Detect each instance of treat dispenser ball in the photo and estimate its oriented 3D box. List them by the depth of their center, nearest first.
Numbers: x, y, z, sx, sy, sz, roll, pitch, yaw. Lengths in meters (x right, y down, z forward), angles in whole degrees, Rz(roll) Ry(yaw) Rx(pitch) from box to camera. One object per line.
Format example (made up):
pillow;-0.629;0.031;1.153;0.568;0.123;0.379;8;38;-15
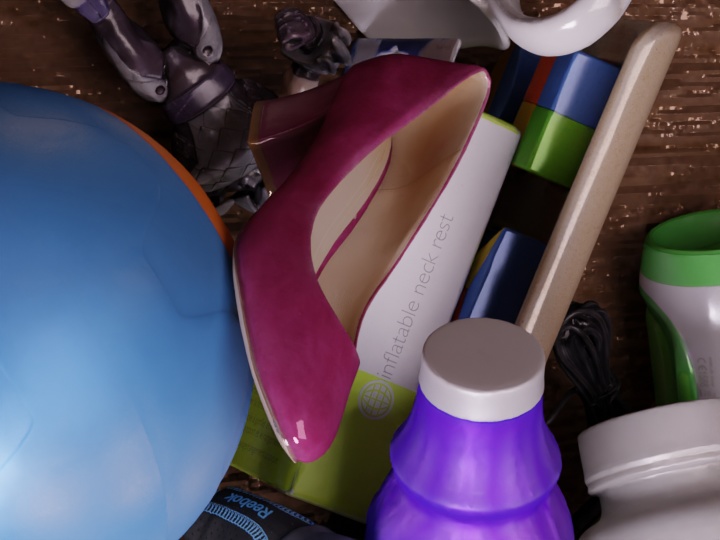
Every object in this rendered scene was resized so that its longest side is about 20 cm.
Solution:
treat dispenser ball;-0.139;0.030;0.940;0.200;0.201;0.202;-8;104;-33

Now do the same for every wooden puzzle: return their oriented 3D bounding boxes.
wooden puzzle;0.067;-0.028;1.082;0.046;0.200;0.186;22;93;-7

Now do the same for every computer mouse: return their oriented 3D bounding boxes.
computer mouse;0.053;0.110;1.189;0.200;0.046;0.141;-46;140;-14

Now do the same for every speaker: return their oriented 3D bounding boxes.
speaker;0.189;0.075;1.243;0.088;0.088;0.201;-19;110;-30

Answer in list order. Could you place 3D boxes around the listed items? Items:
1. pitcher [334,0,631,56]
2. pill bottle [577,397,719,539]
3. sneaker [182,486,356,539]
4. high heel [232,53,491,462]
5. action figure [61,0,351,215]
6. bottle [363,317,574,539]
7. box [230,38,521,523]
pitcher;0.088;-0.182;1.069;0.200;0.171;0.121;-55;133;-12
pill bottle;0.160;0.165;1.147;0.111;0.111;0.201;-2;74;-34
sneaker;-0.038;0.178;1.008;0.073;0.082;0.201;-19;127;-42
high heel;0.007;-0.010;0.942;0.096;0.200;0.067;-13;125;11
action figure;-0.077;-0.087;1.035;0.130;0.069;0.200;-38;113;-8
bottle;0.043;0.112;0.985;0.065;0.083;0.201;-64;162;-52
box;0.000;0.000;1.075;0.048;0.122;0.201;23;86;-23
